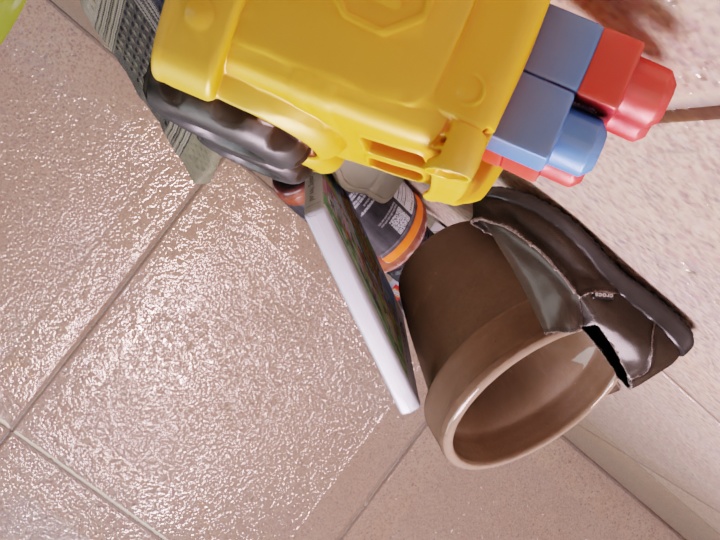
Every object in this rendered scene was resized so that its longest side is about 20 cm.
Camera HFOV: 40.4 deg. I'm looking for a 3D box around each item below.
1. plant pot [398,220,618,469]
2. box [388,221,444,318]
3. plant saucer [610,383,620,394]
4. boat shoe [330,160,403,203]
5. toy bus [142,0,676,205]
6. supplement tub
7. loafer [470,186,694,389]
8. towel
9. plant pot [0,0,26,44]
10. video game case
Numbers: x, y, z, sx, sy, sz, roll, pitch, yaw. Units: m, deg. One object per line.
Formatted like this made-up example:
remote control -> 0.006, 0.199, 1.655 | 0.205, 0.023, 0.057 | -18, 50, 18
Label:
plant pot -> 0.123, 0.053, 0.899 | 0.200, 0.199, 0.176 | 42, -166, -53
box -> 0.097, 0.023, 1.229 | 0.035, 0.111, 0.200 | 36, 176, 25
plant saucer -> 0.256, 0.107, 1.304 | 0.199, 0.032, 0.200 | 40, 177, 2
boat shoe -> -0.010, -0.113, 0.880 | 0.061, 0.073, 0.200 | 33, -179, 19
toy bus -> 0.027, -0.088, 0.413 | 0.189, 0.138, 0.200 | 23, 179, 3
supplement tub -> 0.002, -0.068, 1.066 | 0.200, 0.107, 0.107 | 42, 176, -36
loafer -> 0.154, 0.014, 0.725 | 0.199, 0.072, 0.073 | 39, 177, 2
towel -> -0.138, -0.182, 0.714 | 0.194, 0.034, 0.200 | 56, 151, 4
plant pot -> -0.428, -0.379, 1.002 | 0.198, 0.182, 0.200 | 36, 176, 38
video game case -> 0.000, 0.000, 0.873 | 0.183, 0.022, 0.202 | -97, -18, -67
